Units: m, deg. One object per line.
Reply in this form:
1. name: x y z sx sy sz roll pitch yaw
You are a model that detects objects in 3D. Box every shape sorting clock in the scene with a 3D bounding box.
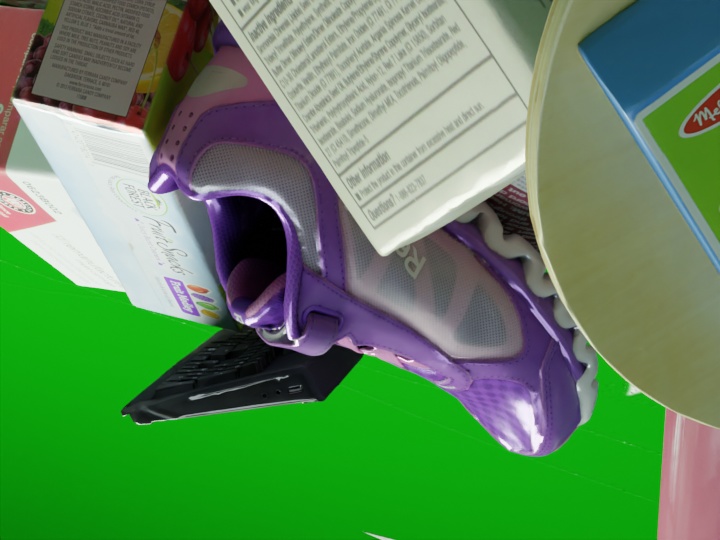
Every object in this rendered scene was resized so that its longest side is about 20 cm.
1. shape sorting clock: 0.128 -0.048 0.554 0.200 0.200 0.039 34 -164 -41

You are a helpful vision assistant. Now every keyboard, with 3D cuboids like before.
1. keyboard: -0.013 0.026 0.971 0.126 0.021 0.200 -8 -173 9

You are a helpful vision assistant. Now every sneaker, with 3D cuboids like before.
1. sneaker: 0.000 0.000 0.837 0.080 0.089 0.200 4 140 54

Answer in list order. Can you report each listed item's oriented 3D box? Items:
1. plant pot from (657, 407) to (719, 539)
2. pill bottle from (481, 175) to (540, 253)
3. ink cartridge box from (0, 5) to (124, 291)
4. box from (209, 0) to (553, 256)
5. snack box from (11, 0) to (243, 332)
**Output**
1. plant pot: 0.213 0.100 1.123 0.198 0.180 0.200 17 162 6
2. pill bottle: 0.056 -0.062 0.900 0.113 0.115 0.200 21 161 -11
3. ink cartridge box: -0.068 -0.044 1.119 0.199 0.084 0.145 7 160 29
4. box: 0.010 -0.124 0.617 0.201 0.109 0.128 56 156 -1
5. snack box: -0.059 -0.079 0.910 0.053 0.143 0.200 15 162 11
